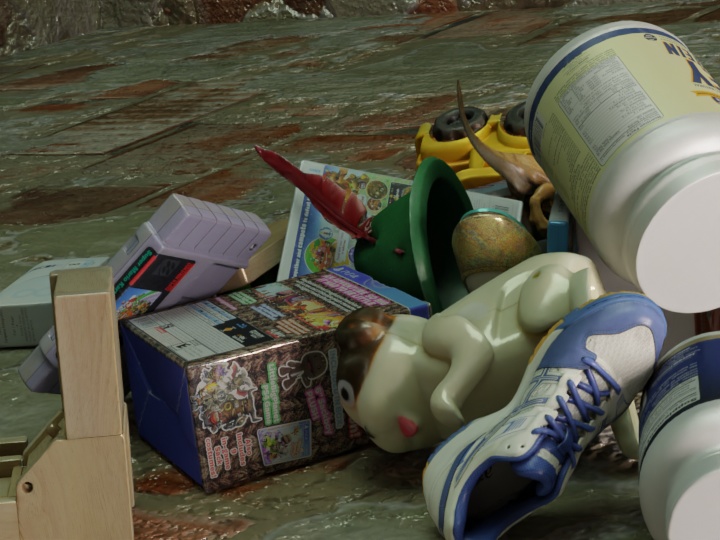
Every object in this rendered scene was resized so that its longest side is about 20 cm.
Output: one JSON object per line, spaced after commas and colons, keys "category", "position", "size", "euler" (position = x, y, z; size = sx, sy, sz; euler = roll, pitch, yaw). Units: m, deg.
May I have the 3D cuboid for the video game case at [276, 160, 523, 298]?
{"category": "video game case", "position": [0.034, -0.014, 1.545], "size": [0.198, 0.144, 0.018], "euler": [11, -29, -1]}

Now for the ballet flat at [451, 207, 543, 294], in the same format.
{"category": "ballet flat", "position": [0.113, 0.021, 1.403], "size": [0.070, 0.071, 0.200], "euler": [-4, -25, 11]}

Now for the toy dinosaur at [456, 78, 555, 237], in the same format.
{"category": "toy dinosaur", "position": [0.143, -0.084, 1.614], "size": [0.199, 0.107, 0.060], "euler": [18, -26, -35]}

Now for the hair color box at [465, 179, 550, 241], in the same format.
{"category": "hair color box", "position": [0.081, -0.016, 1.638], "size": [0.199, 0.100, 0.061], "euler": [-15, 8, -27]}

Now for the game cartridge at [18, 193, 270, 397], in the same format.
{"category": "game cartridge", "position": [-0.172, 0.026, 1.443], "size": [0.038, 0.200, 0.129], "euler": [49, 18, 20]}

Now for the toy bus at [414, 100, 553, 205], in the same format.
{"category": "toy bus", "position": [0.136, -0.068, 1.802], "size": [0.198, 0.137, 0.192], "euler": [-3, 32, 24]}

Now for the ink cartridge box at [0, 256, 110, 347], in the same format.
{"category": "ink cartridge box", "position": [-0.360, 0.032, 1.784], "size": [0.198, 0.048, 0.160], "euler": [-2, 16, 11]}

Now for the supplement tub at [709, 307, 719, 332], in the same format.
{"category": "supplement tub", "position": [0.326, 0.024, 1.371], "size": [0.106, 0.108, 0.200], "euler": [0, 18, 24]}

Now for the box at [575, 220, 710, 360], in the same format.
{"category": "box", "position": [0.262, -0.014, 1.506], "size": [0.097, 0.125, 0.200], "euler": [2, 18, 28]}

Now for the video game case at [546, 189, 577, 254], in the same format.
{"category": "video game case", "position": [0.162, 0.005, 1.451], "size": [0.018, 0.144, 0.200], "euler": [2, 17, 9]}

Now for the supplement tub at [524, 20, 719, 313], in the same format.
{"category": "supplement tub", "position": [0.218, -0.077, 1.328], "size": [0.144, 0.146, 0.201], "euler": [-11, 39, -13]}

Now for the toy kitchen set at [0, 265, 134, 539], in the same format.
{"category": "toy kitchen set", "position": [-0.264, 0.092, 1.266], "size": [0.198, 0.182, 0.163], "euler": [-5, 14, -6]}

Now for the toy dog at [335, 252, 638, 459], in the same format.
{"category": "toy dog", "position": [0.078, 0.060, 1.267], "size": [0.198, 0.140, 0.195], "euler": [-16, 45, 10]}

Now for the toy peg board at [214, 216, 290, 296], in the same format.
{"category": "toy peg board", "position": [-0.128, 0.037, 1.620], "size": [0.198, 0.099, 0.200], "euler": [-18, 9, 27]}

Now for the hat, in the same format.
{"category": "hat", "position": [0.000, 0.000, 1.487], "size": [0.175, 0.166, 0.201], "euler": [-11, 34, 20]}

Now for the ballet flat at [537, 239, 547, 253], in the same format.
{"category": "ballet flat", "position": [0.188, 0.004, 1.600], "size": [0.199, 0.069, 0.068], "euler": [-16, 29, -29]}

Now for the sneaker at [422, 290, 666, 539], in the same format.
{"category": "sneaker", "position": [0.124, 0.103, 1.136], "size": [0.200, 0.075, 0.088], "euler": [-48, 18, 12]}

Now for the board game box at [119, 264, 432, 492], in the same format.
{"category": "board game box", "position": [-0.062, 0.077, 1.384], "size": [0.199, 0.098, 0.159], "euler": [-14, 16, -22]}

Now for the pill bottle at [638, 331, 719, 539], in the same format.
{"category": "pill bottle", "position": [0.222, 0.117, 1.076], "size": [0.110, 0.112, 0.200], "euler": [-5, 16, 10]}
